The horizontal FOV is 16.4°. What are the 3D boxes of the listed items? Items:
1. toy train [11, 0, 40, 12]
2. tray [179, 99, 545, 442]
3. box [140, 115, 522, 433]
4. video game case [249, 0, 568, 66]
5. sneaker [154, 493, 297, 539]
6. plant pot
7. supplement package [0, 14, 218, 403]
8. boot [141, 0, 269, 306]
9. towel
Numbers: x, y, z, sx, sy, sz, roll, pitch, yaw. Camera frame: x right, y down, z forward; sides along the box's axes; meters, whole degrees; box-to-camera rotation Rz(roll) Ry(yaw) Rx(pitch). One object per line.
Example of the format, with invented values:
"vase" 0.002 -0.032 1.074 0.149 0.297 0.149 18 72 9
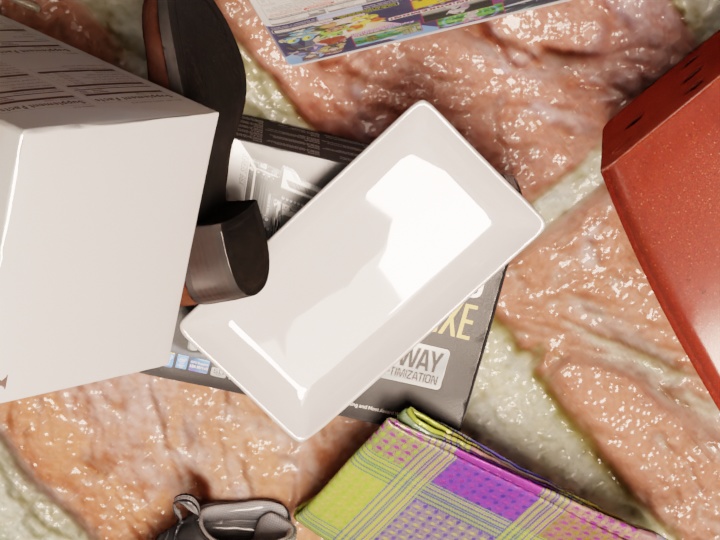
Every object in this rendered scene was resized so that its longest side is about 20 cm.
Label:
"toy train" -0.260 -0.186 1.357 0.200 0.116 0.085 34 109 -14
"tray" 0.000 0.000 1.438 0.200 0.022 0.107 -42 107 14
"box" -0.018 0.002 1.477 0.199 0.050 0.158 13 111 -6
"video game case" 0.043 -0.161 1.349 0.199 0.182 0.023 -13 81 4
"sneaker" -0.053 0.215 1.552 0.199 0.076 0.114 29 112 -10
"plant pot" 0.240 -0.045 1.395 0.200 0.200 0.176 -40 98 14
"supplement package" -0.209 -0.042 1.335 0.199 0.150 0.153 25 111 33
"boot" -0.156 -0.067 1.426 0.199 0.068 0.189 -3 110 31
"towel" 0.072 0.161 1.532 0.199 0.023 0.144 26 136 -15
